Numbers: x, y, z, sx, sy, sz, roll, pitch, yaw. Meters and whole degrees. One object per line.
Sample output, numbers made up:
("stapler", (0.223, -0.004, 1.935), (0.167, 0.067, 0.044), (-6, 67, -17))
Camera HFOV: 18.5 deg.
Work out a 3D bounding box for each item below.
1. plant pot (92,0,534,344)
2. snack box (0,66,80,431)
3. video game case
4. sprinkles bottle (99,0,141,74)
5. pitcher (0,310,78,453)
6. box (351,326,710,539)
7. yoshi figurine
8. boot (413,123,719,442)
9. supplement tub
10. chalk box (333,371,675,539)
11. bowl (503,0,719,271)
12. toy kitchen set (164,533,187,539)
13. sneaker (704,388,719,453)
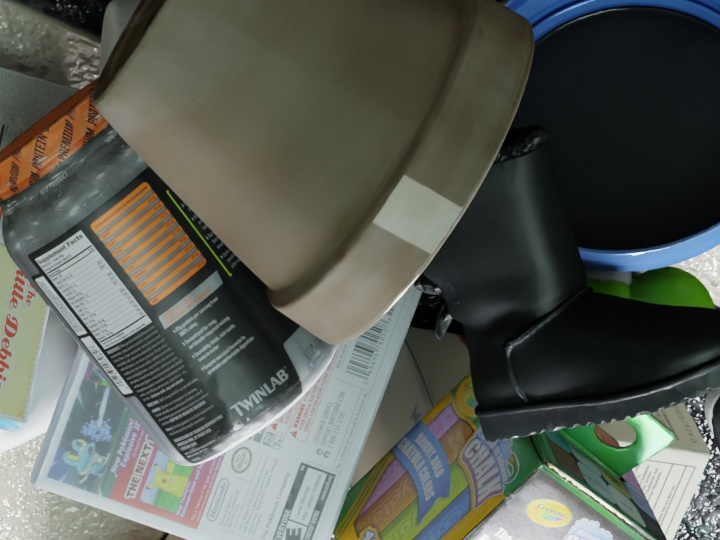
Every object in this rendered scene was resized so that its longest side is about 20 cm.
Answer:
("plant pot", (-0.035, -0.091, 1.138), (0.173, 0.200, 0.200), (32, 111, -13))
("snack box", (-0.229, -0.019, 1.258), (0.116, 0.037, 0.201), (16, 75, -23))
("video game case", (-0.077, 0.062, 1.314), (0.181, 0.023, 0.201), (21, 91, -11))
("sprinkles bottle", (-0.050, -0.120, 1.291), (0.199, 0.068, 0.069), (1, 122, -15))
("pitcher", (-0.223, 0.032, 1.330), (0.199, 0.121, 0.173), (-2, 105, -25))
("box", (0.108, 0.128, 1.466), (0.199, 0.109, 0.128), (10, 119, -19))
("yoshi figurine", (0.158, 0.002, 1.337), (0.111, 0.200, 0.113), (-27, 121, 12))
("boot", (0.111, 0.000, 1.204), (0.198, 0.073, 0.163), (-16, 97, 41))
("supplement tub", (-0.114, -0.003, 1.225), (0.122, 0.123, 0.200), (-34, 102, 9))
("chalk box", (0.097, 0.144, 1.335), (0.200, 0.124, 0.124), (-44, 120, 14))
("bowl", (0.155, -0.091, 1.292), (0.199, 0.202, 0.039), (-21, 152, 0))
("toy kitchen set", (-0.075, 0.196, 1.489), (0.163, 0.181, 0.200), (28, 152, -24))
("sneaker", (0.301, 0.171, 1.539), (0.073, 0.112, 0.200), (-29, 124, 7))
